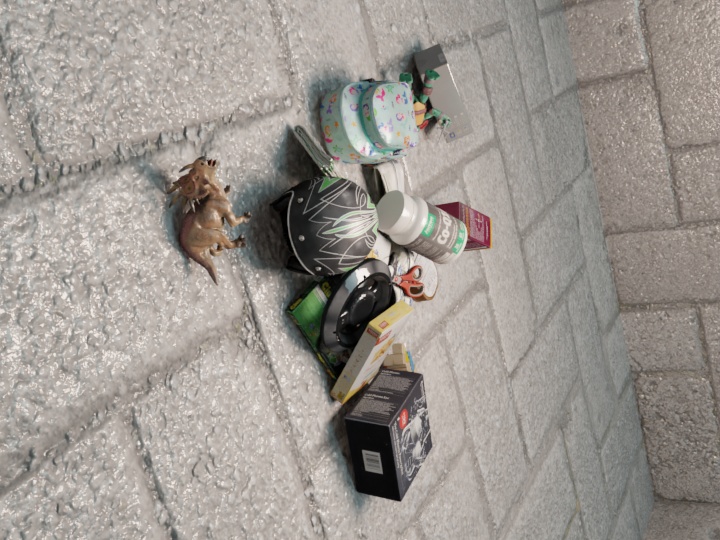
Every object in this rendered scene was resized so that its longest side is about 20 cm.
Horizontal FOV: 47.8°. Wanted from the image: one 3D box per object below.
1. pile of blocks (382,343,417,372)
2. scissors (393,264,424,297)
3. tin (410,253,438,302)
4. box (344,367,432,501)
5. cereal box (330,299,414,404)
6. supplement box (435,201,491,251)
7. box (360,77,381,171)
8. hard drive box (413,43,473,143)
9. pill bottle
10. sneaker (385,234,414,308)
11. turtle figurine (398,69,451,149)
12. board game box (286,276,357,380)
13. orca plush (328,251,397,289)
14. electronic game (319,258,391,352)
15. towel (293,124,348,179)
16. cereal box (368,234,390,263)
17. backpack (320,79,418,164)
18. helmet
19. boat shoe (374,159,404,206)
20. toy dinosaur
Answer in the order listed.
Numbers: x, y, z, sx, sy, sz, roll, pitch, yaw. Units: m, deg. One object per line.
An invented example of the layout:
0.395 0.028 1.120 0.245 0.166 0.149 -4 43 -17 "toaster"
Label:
0.088 0.235 1.831 0.082 0.062 0.200 -71 151 -53 "pile of blocks"
0.083 0.027 1.775 0.200 0.014 0.073 -4 100 -52 "scissors"
0.136 -0.013 1.965 0.200 0.042 0.112 61 34 -33 "tin"
0.063 0.338 1.692 0.182 0.104 0.200 -49 137 -51 "box"
0.023 0.163 1.635 0.144 0.040 0.200 -32 155 -55 "cereal box"
0.250 -0.109 2.095 0.200 0.110 0.086 17 71 -57 "supplement box"
0.043 -0.328 1.865 0.110 0.035 0.200 13 74 -57 "box"
0.211 -0.451 2.067 0.156 0.077 0.200 -95 161 -56 "hard drive box"
0.132 -0.096 1.793 0.200 0.113 0.113 24 64 -37 "pill bottle"
0.071 0.015 1.820 0.085 0.077 0.200 3 82 -54 "sneaker"
0.136 -0.382 1.964 0.150 0.101 0.200 -23 135 -23 "turtle figurine"
-0.063 0.113 1.601 0.105 0.023 0.200 -46 128 -23 "board game box"
-0.005 -0.007 1.616 0.200 0.071 0.105 -25 147 -40 "orca plush"
-0.007 0.069 1.574 0.200 0.042 0.200 -36 142 -35 "electronic game"
-0.048 -0.198 1.618 0.200 0.031 0.149 42 10 -51 "towel"
0.000 0.000 1.720 0.144 0.039 0.200 37 55 -46 "cereal box"
0.017 -0.312 1.705 0.200 0.150 0.178 -11 93 -39 "backpack"
-0.063 -0.081 1.488 0.200 0.191 0.200 0 90 -33 "helmet"
0.064 -0.150 1.842 0.066 0.072 0.200 -16 121 -22 "boat shoe"
-0.255 -0.082 1.305 0.135 0.086 0.200 7 95 -47 "toy dinosaur"
